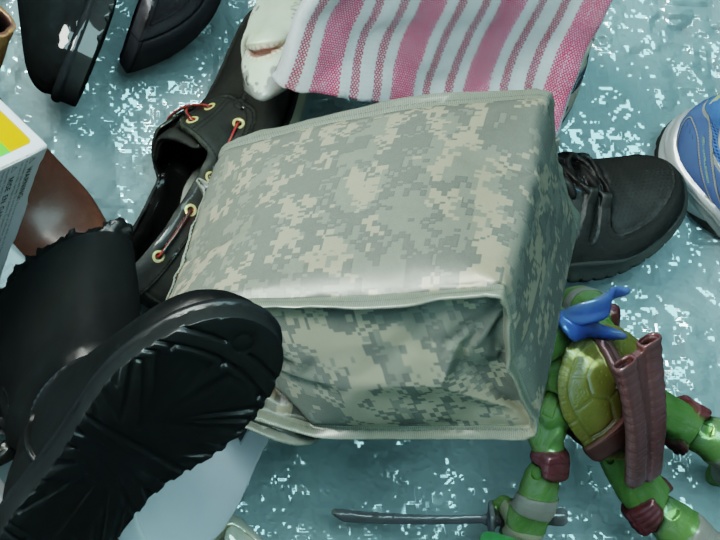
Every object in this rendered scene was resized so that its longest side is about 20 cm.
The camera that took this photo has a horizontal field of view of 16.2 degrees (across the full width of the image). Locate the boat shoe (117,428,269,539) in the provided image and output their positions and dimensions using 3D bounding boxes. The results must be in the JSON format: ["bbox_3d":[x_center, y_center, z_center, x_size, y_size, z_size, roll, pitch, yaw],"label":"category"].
[{"bbox_3d":[-0.098,0.086,1.325,0.200,0.068,0.072,-60,135,-55],"label":"boat shoe"}]

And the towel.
[{"bbox_3d":[0.060,-0.148,1.362,0.200,0.147,0.030,7,27,-39],"label":"towel"}]

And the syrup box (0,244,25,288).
[{"bbox_3d":[-0.259,-0.021,1.357,0.081,0.079,0.200,-38,82,-25],"label":"syrup box"}]

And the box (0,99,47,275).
[{"bbox_3d":[-0.267,-0.070,1.240,0.200,0.113,0.101,42,44,18],"label":"box"}]

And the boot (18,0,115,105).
[{"bbox_3d":[-0.210,-0.198,1.439,0.162,0.073,0.199,18,58,-10],"label":"boot"}]

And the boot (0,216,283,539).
[{"bbox_3d":[-0.119,0.037,1.220,0.073,0.198,0.163,28,31,-29],"label":"boot"}]

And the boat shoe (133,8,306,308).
[{"bbox_3d":[-0.082,-0.067,1.422,0.063,0.074,0.202,29,66,-22],"label":"boat shoe"}]

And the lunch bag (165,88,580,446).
[{"bbox_3d":[0.000,0.000,1.303,0.200,0.118,0.164,-2,42,16],"label":"lunch bag"}]

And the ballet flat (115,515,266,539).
[{"bbox_3d":[-0.094,0.153,1.329,0.200,0.069,0.063,10,95,-10],"label":"ballet flat"}]

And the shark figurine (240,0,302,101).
[{"bbox_3d":[0.015,-0.160,1.427,0.214,0.090,0.128,-33,35,-9],"label":"shark figurine"}]

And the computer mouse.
[{"bbox_3d":[-0.084,-0.211,1.448,0.046,0.140,0.200,20,65,-9],"label":"computer mouse"}]

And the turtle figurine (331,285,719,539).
[{"bbox_3d":[0.121,0.089,1.415,0.194,0.200,0.144,38,31,-22],"label":"turtle figurine"}]

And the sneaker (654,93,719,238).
[{"bbox_3d":[0.260,-0.024,1.496,0.200,0.077,0.076,43,63,4],"label":"sneaker"}]

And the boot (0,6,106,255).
[{"bbox_3d":[-0.194,-0.092,1.336,0.068,0.200,0.188,-39,82,-25],"label":"boot"}]

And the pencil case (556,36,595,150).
[{"bbox_3d":[0.047,-0.148,1.491,0.200,0.078,0.090,30,76,-1],"label":"pencil case"}]

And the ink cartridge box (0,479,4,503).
[{"bbox_3d":[-0.258,0.131,1.267,0.148,0.086,0.200,-41,81,-2],"label":"ink cartridge box"}]

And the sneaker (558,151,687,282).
[{"bbox_3d":[0.103,-0.039,1.449,0.200,0.082,0.073,-13,46,-21],"label":"sneaker"}]

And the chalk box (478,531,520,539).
[{"bbox_3d":[0.075,0.231,1.315,0.125,0.124,0.200,18,65,-8],"label":"chalk box"}]
